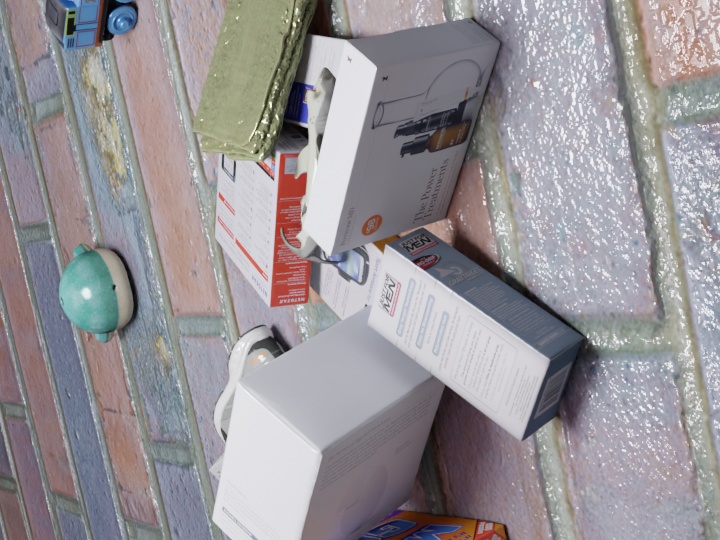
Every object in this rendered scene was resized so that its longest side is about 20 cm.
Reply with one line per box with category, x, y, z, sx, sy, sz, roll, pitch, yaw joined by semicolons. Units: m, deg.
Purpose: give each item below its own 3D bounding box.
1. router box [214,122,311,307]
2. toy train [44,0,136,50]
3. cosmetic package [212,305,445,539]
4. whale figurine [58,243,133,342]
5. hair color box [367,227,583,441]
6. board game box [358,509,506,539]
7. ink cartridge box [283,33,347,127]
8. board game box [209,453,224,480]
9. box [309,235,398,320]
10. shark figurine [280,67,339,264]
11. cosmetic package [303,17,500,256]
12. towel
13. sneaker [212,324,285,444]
router box;-0.111;-0.084;1.326;0.200;0.048;0.182;-134;44;-54
toy train;-0.351;-0.387;1.531;0.087;0.113;0.202;50;139;29
cosmetic package;-0.031;0.175;1.178;0.122;0.198;0.202;36;131;26
whale figurine;-0.436;0.040;1.831;0.199;0.103;0.162;-9;96;55
hair color box;0.103;0.056;1.088;0.199;0.060;0.100;36;130;29
board game box;0.039;0.388;1.215;0.199;0.198;0.203;-9;96;55
ink cartridge box;-0.056;-0.203;1.239;0.199;0.037;0.096;21;104;47
board game box;-0.100;0.260;1.460;0.134;0.034;0.200;45;143;-2
box;0.000;0.000;1.259;0.200;0.041;0.120;44;135;33
shark figurine;-0.021;-0.074;1.149;0.129;0.088;0.217;-107;23;-57
cosmetic package;0.035;-0.121;1.061;0.052;0.149;0.202;46;137;34
towel;-0.115;-0.218;1.252;0.147;0.036;0.203;18;94;50
sneaker;-0.136;0.168;1.489;0.079;0.073;0.202;41;134;30
